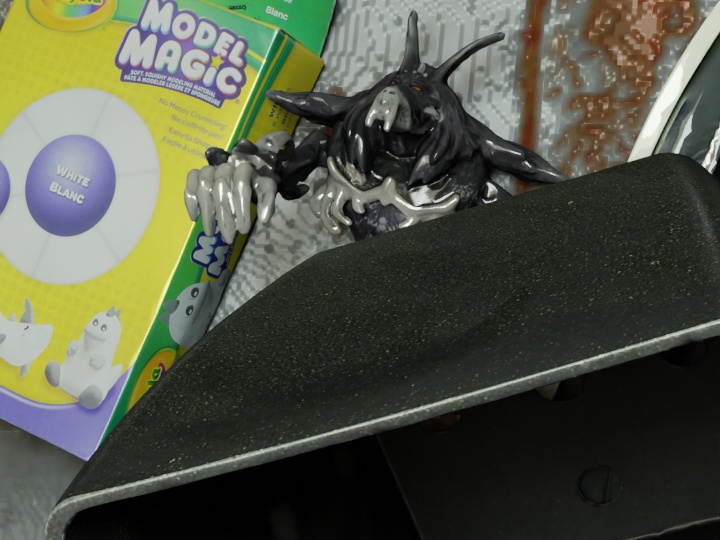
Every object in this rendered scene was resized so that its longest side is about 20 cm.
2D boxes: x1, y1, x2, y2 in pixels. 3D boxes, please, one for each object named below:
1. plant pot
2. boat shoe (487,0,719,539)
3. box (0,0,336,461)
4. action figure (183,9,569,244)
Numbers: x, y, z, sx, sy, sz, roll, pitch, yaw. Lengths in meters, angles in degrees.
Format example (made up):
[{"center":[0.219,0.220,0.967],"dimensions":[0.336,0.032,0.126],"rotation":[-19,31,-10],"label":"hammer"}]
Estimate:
[{"center":[0.052,0.078,0.746],"dimensions":[0.199,0.178,0.200],"rotation":[-17,115,16],"label":"plant pot"},{"center":[0.110,0.005,0.855],"dimensions":[0.066,0.074,0.200],"rotation":[25,92,15],"label":"boat shoe"},{"center":[-0.096,-0.037,0.966],"dimensions":[0.117,0.048,0.201],"rotation":[22,86,25],"label":"box"},{"center":[0.000,0.000,0.887],"dimensions":[0.118,0.102,0.201],"rotation":[16,85,10],"label":"action figure"}]
